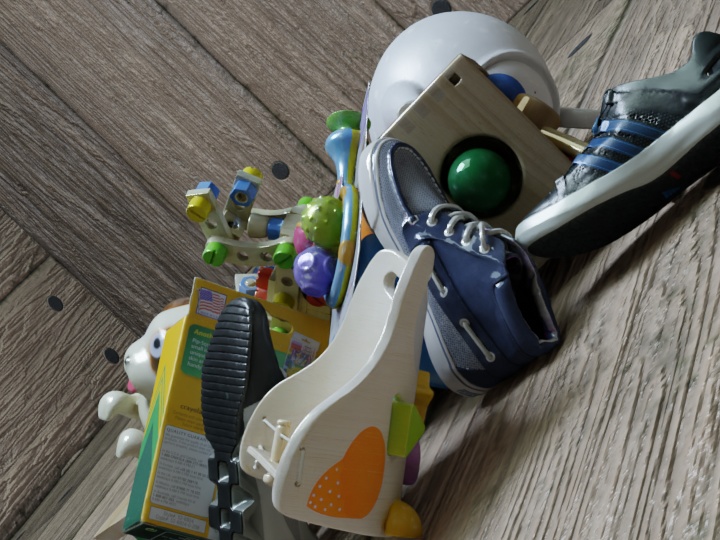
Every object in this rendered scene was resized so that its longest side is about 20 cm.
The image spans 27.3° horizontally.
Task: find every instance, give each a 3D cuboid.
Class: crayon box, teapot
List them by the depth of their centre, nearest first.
[{"bbox_3d":[-0.101,0.121,1.163,0.052,0.125,0.201,-35,41,57],"label":"crayon box"},{"bbox_3d":[0.117,-0.145,1.377,0.200,0.198,0.146,-49,33,-18],"label":"teapot"}]

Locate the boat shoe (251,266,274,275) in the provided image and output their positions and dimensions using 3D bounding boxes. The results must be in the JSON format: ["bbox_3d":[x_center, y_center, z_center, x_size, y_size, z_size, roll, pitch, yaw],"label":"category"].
[{"bbox_3d":[-0.020,-0.005,1.497,0.200,0.069,0.084,-1,-5,-32],"label":"boat shoe"}]

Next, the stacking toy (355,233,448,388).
[{"bbox_3d":[0.011,0.071,1.219,0.200,0.109,0.116,128,158,-54],"label":"stacking toy"}]

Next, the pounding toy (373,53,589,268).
[{"bbox_3d":[0.126,-0.083,1.155,0.142,0.184,0.200,-45,-2,10],"label":"pounding toy"}]

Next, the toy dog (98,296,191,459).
[{"bbox_3d":[-0.145,0.126,1.374,0.193,0.200,0.140,-19,34,1],"label":"toy dog"}]

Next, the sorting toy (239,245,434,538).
[{"bbox_3d":[0.004,0.070,0.962,0.200,0.107,0.181,179,109,-80],"label":"sorting toy"}]

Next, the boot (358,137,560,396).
[{"bbox_3d":[0.072,-0.018,1.043,0.073,0.200,0.090,-13,-16,-45],"label":"boot"}]

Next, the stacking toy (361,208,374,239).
[{"bbox_3d":[0.000,0.000,1.305,0.200,0.146,0.146,-41,9,33],"label":"stacking toy"}]

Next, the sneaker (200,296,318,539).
[{"bbox_3d":[-0.066,0.117,1.097,0.088,0.201,0.074,-4,6,-29],"label":"sneaker"}]

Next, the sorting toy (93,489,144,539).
[{"bbox_3d":[-0.170,0.215,1.592,0.200,0.070,0.199,-52,9,-35],"label":"sorting toy"}]

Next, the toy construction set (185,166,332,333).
[{"bbox_3d":[-0.079,0.006,1.239,0.200,0.131,0.092,95,-169,-58],"label":"toy construction set"}]

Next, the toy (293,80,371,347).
[{"bbox_3d":[-0.025,-0.035,1.134,0.115,0.047,0.200,108,172,-60],"label":"toy"}]

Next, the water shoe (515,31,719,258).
[{"bbox_3d":[0.186,-0.084,1.025,0.200,0.079,0.071,-34,-30,15],"label":"water shoe"}]
